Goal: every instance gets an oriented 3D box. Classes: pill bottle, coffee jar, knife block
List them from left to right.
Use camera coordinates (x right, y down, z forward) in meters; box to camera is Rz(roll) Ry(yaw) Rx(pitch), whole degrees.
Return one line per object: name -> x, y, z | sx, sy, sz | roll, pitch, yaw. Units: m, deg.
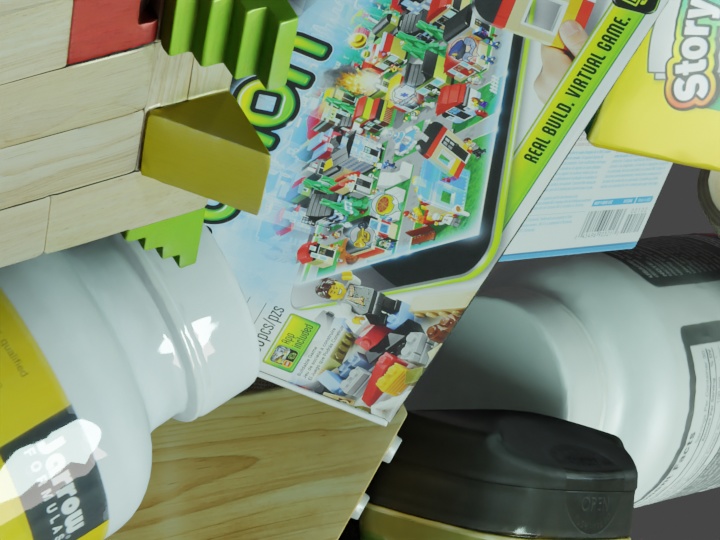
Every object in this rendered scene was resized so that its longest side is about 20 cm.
pill bottle -> -0.132, 0.048, 0.839 | 0.199, 0.112, 0.112 | -32, 156, -20
knife block -> -0.101, 0.084, 0.970 | 0.200, 0.175, 0.064 | -59, 178, -34
coffee jar -> 0.040, 0.150, 1.061 | 0.104, 0.085, 0.201 | 5, 95, -51
pill bottle -> 0.105, 0.043, 1.200 | 0.200, 0.111, 0.111 | -5, 139, -54

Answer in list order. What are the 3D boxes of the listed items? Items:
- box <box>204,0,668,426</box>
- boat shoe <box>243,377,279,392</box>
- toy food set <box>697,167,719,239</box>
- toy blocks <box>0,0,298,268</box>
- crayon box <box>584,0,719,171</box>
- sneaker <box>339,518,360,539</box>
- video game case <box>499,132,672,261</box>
box -> 0.005, -0.047, 0.899 | 0.110, 0.035, 0.200 | 21, 126, -15
boat shoe -> 0.000, 0.000, 1.018 | 0.071, 0.065, 0.200 | -28, 154, -27
toy food set -> 0.227, -0.046, 1.182 | 0.200, 0.060, 0.144 | -51, 134, -15
toy blocks -> -0.100, -0.064, 0.731 | 0.136, 0.100, 0.200 | -17, 146, -24
crayon box -> 0.173, -0.122, 0.911 | 0.172, 0.058, 0.201 | 11, 116, -15
sneaker -> -0.046, 0.142, 1.082 | 0.200, 0.073, 0.112 | -44, 127, -40
video game case -> 0.091, -0.095, 0.986 | 0.143, 0.018, 0.201 | -5, 123, -54
